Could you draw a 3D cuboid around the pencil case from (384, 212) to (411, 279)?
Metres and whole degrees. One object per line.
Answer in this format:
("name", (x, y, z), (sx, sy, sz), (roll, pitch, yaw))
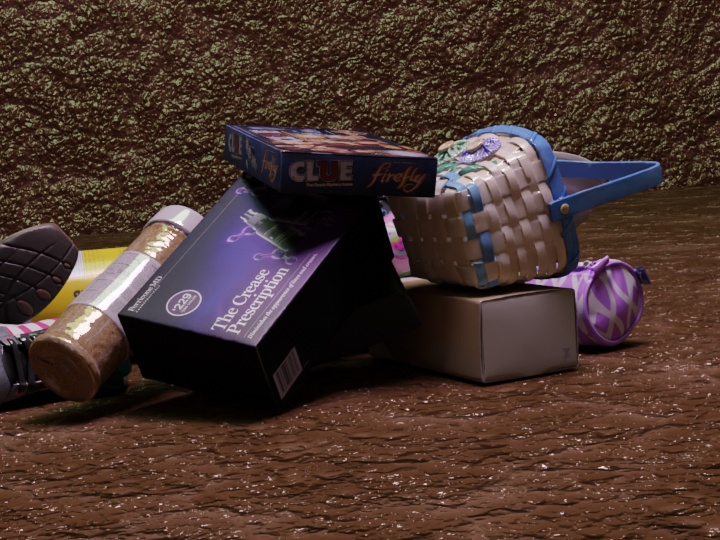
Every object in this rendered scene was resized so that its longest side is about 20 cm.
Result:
("pencil case", (0.000, 0.000, 1.400), (0.199, 0.088, 0.087), (-23, 7, -3))

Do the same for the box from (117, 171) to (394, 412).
("box", (-0.083, 0.012, 1.200), (0.141, 0.079, 0.200), (8, 44, 31))

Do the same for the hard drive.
("hard drive", (-0.059, 0.031, 1.264), (0.199, 0.042, 0.135), (-18, 38, -5))

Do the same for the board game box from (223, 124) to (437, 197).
("board game box", (-0.031, -0.097, 1.249), (0.135, 0.035, 0.200), (0, 12, -19))

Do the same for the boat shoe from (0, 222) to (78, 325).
("boat shoe", (-0.352, 0.029, 1.337), (0.200, 0.076, 0.074), (-42, 21, -8))

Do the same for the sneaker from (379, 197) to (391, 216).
("sneaker", (0.012, -0.050, 1.512), (0.073, 0.082, 0.200), (2, 52, 37))

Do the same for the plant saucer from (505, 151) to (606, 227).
("plant saucer", (0.154, -0.055, 1.460), (0.199, 0.050, 0.200), (-6, -22, -3))

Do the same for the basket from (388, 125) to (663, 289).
("basket", (0.142, -0.061, 1.265), (0.199, 0.140, 0.176), (-17, 10, -27))

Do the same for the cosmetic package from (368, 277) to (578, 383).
("cosmetic package", (0.095, 0.047, 1.286), (0.105, 0.071, 0.200), (-7, 6, -29))

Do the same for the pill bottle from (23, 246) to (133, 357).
("pill bottle", (-0.295, 0.038, 1.441), (0.199, 0.113, 0.112), (-6, 6, -12))

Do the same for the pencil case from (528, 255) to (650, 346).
("pencil case", (0.175, 0.025, 1.373), (0.200, 0.086, 0.084), (-1, 41, 52))

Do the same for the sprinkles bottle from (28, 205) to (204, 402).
("sprinkles bottle", (-0.197, 0.024, 1.221), (0.068, 0.068, 0.200), (0, 35, 32))

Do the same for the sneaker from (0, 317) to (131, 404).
("sneaker", (-0.262, 0.075, 1.252), (0.120, 0.084, 0.200), (-12, 2, 20))
